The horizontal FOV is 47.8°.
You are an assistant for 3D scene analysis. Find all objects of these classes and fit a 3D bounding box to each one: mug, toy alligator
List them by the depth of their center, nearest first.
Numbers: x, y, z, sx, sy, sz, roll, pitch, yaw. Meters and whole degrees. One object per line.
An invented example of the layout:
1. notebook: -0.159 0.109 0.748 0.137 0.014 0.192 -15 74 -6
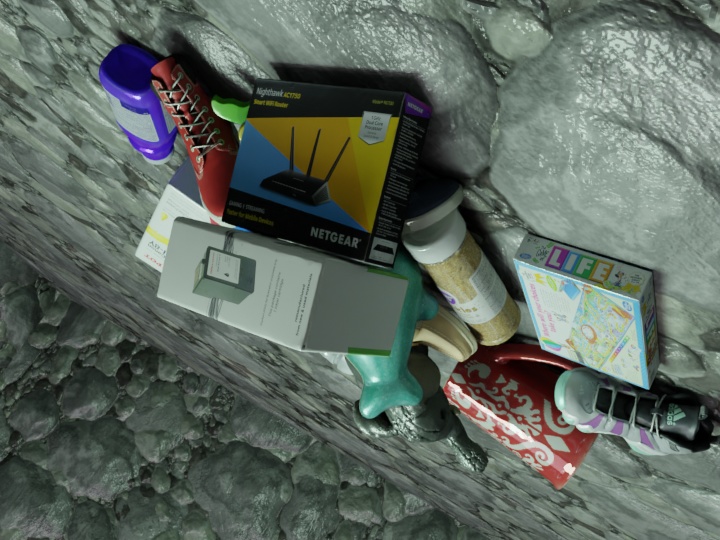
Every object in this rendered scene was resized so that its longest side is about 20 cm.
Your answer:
1. toy alligator: -0.071 -0.139 0.888 0.199 0.060 0.054 36 119 -22
2. mug: 0.226 0.161 1.089 0.198 0.180 0.133 32 -162 13

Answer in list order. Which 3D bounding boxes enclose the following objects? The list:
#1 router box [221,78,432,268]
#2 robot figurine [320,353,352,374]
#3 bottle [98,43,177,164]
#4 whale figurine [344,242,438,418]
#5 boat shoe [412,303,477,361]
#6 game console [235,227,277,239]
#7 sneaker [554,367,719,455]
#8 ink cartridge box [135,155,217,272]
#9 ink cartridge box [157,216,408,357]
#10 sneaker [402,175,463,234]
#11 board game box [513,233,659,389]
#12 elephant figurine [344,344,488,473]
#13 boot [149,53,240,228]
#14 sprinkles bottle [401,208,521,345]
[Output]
1. router box: -0.038 -0.097 0.773 0.198 0.152 0.051 15 -179 40
2. robot figurine: -0.028 0.075 1.212 0.199 0.169 0.114 41 125 13
3. bottle: -0.271 -0.200 1.026 0.083 0.066 0.200 30 161 7
4. whale figurine: 0.018 0.059 0.888 0.104 0.156 0.204 170 88 -77
5. boat shoe: 0.044 0.062 0.977 0.198 0.070 0.074 29 156 19
6. game console: -0.090 -0.045 1.019 0.169 0.119 0.201 31 163 18
7. sneaker: 0.333 0.161 0.936 0.197 0.079 0.139 22 162 -24
8. ink cartridge box: -0.231 -0.057 1.190 0.144 0.084 0.200 34 141 -9
9. ink cartridge box: -0.076 0.015 0.789 0.197 0.086 0.144 16 -178 36
10. sneaker: 0.005 -0.086 0.829 0.196 0.075 0.086 -6 117 25
11. board game box: 0.244 0.047 0.862 0.133 0.035 0.201 21 158 31
12. elephant figurine: 0.059 0.153 1.016 0.143 0.152 0.202 76 179 -49
13. boot: -0.176 -0.148 0.883 0.145 0.072 0.201 58 -175 -46
14. sprinkles bottle: 0.117 0.006 0.912 0.068 0.069 0.200 14 154 42
